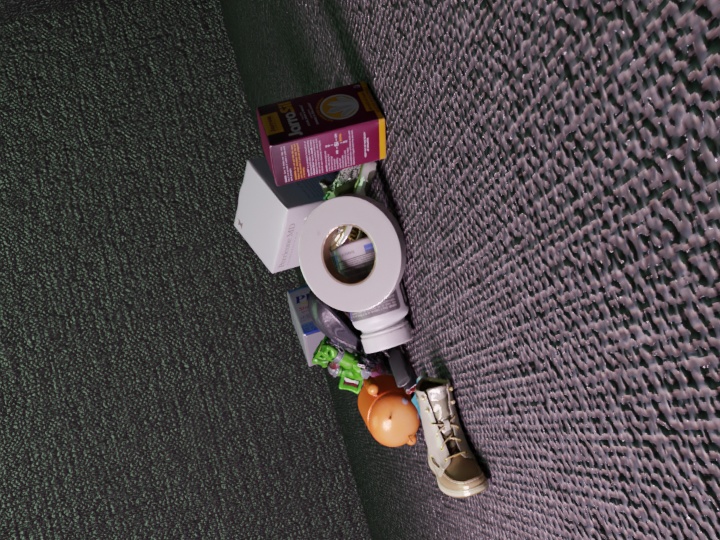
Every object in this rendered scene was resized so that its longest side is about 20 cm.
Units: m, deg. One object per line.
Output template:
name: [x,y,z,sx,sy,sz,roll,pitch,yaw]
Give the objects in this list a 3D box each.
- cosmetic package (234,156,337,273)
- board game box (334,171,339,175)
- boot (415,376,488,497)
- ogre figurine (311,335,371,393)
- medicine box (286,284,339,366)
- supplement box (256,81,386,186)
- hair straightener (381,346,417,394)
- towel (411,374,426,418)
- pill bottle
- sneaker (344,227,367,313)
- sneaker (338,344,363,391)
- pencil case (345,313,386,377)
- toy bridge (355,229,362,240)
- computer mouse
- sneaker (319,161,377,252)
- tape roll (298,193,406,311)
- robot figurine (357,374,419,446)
cosmetic package: [-0.131,-0.128,1.583,0.167,0.197,0.170,47,135,30]
board game box: [-0.017,-0.231,1.484,0.202,0.038,0.161,-118,22,-44]
boot: [0.142,0.265,1.238,0.200,0.070,0.159,-150,47,-77]
ogre figurine: [-0.039,0.192,1.595,0.100,0.118,0.201,-65,4,-32]
medicine box: [-0.075,0.120,1.922,0.201,0.178,0.105,-120,17,-53]
supplement box: [-0.065,-0.230,1.274,0.087,0.195,0.112,86,165,-48]
hair straightener: [0.064,0.151,1.550,0.077,0.040,0.203,39,-153,-46]
towel: [0.142,0.311,1.439,0.148,0.021,0.204,94,158,-64]
pill bottle: [0.026,0.042,1.422,0.114,0.111,0.206,161,94,-80]
sneaker: [-0.005,-0.014,1.553,0.090,0.073,0.206,-164,84,-85]
sneaker: [-0.004,0.164,1.680,0.074,0.087,0.204,-42,-26,-64]
pencil case: [0.013,0.168,1.786,0.086,0.082,0.204,35,143,46]
toy bridge: [0.000,0.000,1.492,0.027,0.065,0.206,168,103,-81]
computer mouse: [-0.042,0.120,1.495,0.201,0.053,0.138,49,-171,4]
sneaker: [-0.039,-0.132,1.381,0.077,0.087,0.204,-86,18,-71]
tape roll: [-0.016,-0.031,1.341,0.037,0.198,0.208,-28,-76,-66]
robot figurine: [0.061,0.297,1.617,0.200,0.113,0.148,-131,42,-71]
